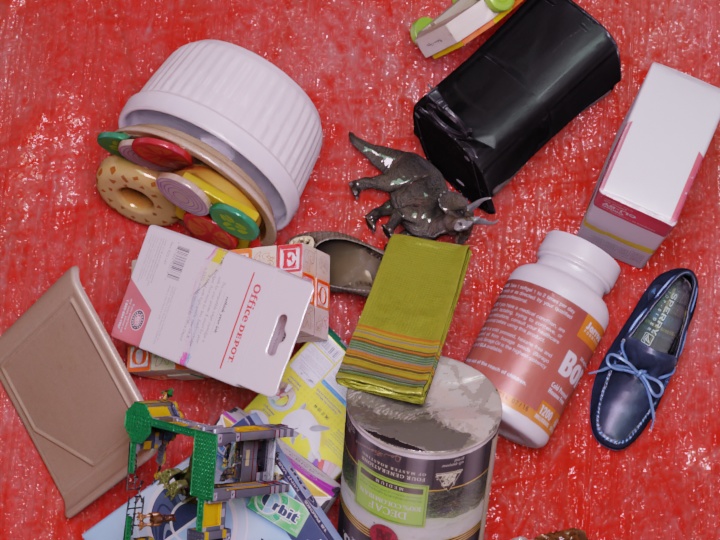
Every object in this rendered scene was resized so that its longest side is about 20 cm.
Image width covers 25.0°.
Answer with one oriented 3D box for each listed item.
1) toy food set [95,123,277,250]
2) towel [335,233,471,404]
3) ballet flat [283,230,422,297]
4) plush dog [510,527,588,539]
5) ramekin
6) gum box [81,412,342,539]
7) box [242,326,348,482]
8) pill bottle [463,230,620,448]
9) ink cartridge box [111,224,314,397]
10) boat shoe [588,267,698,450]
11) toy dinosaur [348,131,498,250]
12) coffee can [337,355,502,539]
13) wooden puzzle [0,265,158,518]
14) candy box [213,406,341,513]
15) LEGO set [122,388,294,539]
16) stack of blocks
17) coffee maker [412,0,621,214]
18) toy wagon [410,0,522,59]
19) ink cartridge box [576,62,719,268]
[{"bbox_3d":[-0.172,-0.076,1.600,0.199,0.198,0.049,30,68,2],"label":"toy food set"},{"bbox_3d":[0.044,0.040,1.534,0.085,0.018,0.201,12,47,10],"label":"towel"},{"bbox_3d":[0.000,0.000,1.634,0.199,0.046,0.068,20,79,29],"label":"ballet flat"},{"bbox_3d":[0.190,0.332,1.567,0.161,0.199,0.172,-48,70,26],"label":"plush dog"},{"bbox_3d":[-0.132,-0.139,1.621,0.199,0.200,0.105,29,68,4],"label":"ramekin"},{"bbox_3d":[-0.133,0.260,1.521,0.199,0.045,0.170,-37,84,11],"label":"gum box"},{"bbox_3d":[-0.063,0.167,1.614,0.117,0.048,0.200,45,95,6],"label":"box"},{"bbox_3d":[0.180,0.067,1.629,0.112,0.112,0.201,29,79,4],"label":"pill bottle"},{"bbox_3d":[-0.126,0.042,1.529,0.199,0.067,0.117,19,88,31],"label":"ink cartridge box"},{"bbox_3d":[0.285,0.083,1.652,0.084,0.069,0.201,19,79,2],"label":"boat shoe"},{"bbox_3d":[0.053,-0.075,1.681,0.102,0.077,0.200,-28,49,-11],"label":"toy dinosaur"},{"bbox_3d":[0.052,0.201,1.531,0.145,0.147,0.201,3,123,-2],"label":"coffee can"},{"bbox_3d":[-0.277,0.120,1.586,0.037,0.185,0.201,-15,74,-45],"label":"wooden puzzle"},{"bbox_3d":[-0.129,0.254,1.574,0.136,0.061,0.201,35,97,7],"label":"candy box"},{"bbox_3d":[-0.133,0.206,1.460,0.153,0.115,0.202,-4,86,41],"label":"LEGO set"},{"bbox_3d":[-0.131,0.043,1.604,0.199,0.058,0.116,-6,76,26],"label":"stack of blocks"},{"bbox_3d":[0.162,-0.179,1.637,0.200,0.192,0.135,-44,88,-9],"label":"coffee maker"},{"bbox_3d":[0.142,-0.291,1.679,0.200,0.155,0.040,-41,103,-27],"label":"toy wagon"},{"bbox_3d":[0.286,-0.099,1.624,0.083,0.200,0.146,23,78,6],"label":"ink cartridge box"}]
